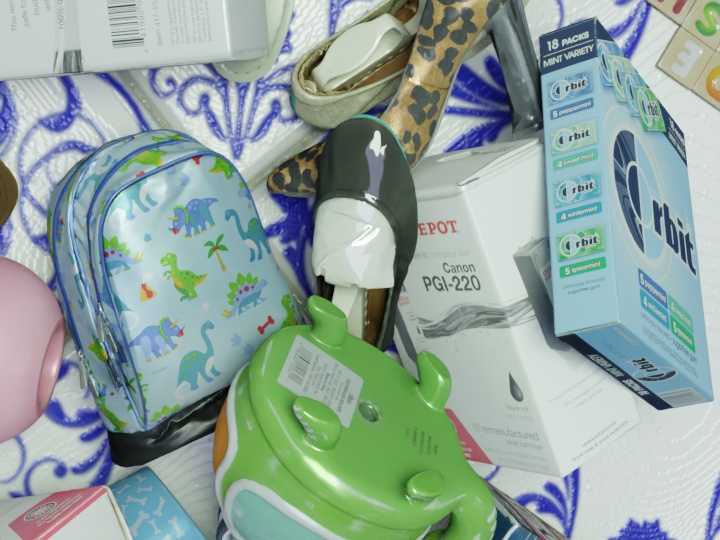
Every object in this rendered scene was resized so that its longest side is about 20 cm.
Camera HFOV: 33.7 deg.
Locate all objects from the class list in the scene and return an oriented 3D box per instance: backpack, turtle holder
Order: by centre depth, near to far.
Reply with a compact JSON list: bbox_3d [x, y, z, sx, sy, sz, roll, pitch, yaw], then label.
[{"bbox_3d":[-0.005,0.119,0.728,0.183,0.142,0.132,17,126,-33],"label":"turtle holder"},{"bbox_3d":[-0.122,0.007,0.780,0.161,0.154,0.203,-22,88,-20],"label":"backpack"}]

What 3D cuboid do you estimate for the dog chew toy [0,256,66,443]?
[{"bbox_3d":[-0.295,0.040,0.767,0.197,0.125,0.127,13,97,-2],"label":"dog chew toy"}]

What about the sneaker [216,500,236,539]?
[{"bbox_3d":[-0.016,0.193,0.826,0.198,0.109,0.070,29,114,-16],"label":"sneaker"}]

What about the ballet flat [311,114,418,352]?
[{"bbox_3d":[0.000,0.000,0.755,0.067,0.069,0.202,11,135,12],"label":"ballet flat"}]

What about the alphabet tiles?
[{"bbox_3d":[0.313,-0.188,0.878,0.198,0.008,0.169,31,94,-13],"label":"alphabet tiles"}]

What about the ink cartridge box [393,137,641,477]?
[{"bbox_3d":[0.086,0.025,0.798,0.084,0.145,0.203,-26,102,-30],"label":"ink cartridge box"}]

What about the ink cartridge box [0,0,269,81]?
[{"bbox_3d":[-0.166,-0.197,0.731,0.196,0.086,0.149,-2,101,14],"label":"ink cartridge box"}]

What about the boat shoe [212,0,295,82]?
[{"bbox_3d":[-0.074,-0.228,0.782,0.070,0.061,0.205,1,100,2],"label":"boat shoe"}]

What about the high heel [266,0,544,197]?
[{"bbox_3d":[0.014,-0.133,0.762,0.197,0.072,0.144,-18,109,7],"label":"high heel"}]

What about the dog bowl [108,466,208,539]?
[{"bbox_3d":[-0.113,0.222,0.830,0.049,0.111,0.201,-38,103,-15],"label":"dog bowl"}]

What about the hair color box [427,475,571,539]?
[{"bbox_3d":[0.130,0.217,0.840,0.199,0.100,0.061,38,91,-31],"label":"hair color box"}]

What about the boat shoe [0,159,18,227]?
[{"bbox_3d":[-0.300,-0.079,0.740,0.072,0.064,0.199,-57,143,1],"label":"boat shoe"}]

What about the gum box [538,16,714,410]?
[{"bbox_3d":[0.173,-0.031,0.767,0.044,0.169,0.203,-14,62,30],"label":"gum box"}]

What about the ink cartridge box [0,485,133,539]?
[{"bbox_3d":[-0.256,0.212,0.741,0.198,0.146,0.084,-14,103,32],"label":"ink cartridge box"}]

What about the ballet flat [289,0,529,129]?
[{"bbox_3d":[0.038,-0.163,0.803,0.199,0.062,0.068,-36,75,-2],"label":"ballet flat"}]
